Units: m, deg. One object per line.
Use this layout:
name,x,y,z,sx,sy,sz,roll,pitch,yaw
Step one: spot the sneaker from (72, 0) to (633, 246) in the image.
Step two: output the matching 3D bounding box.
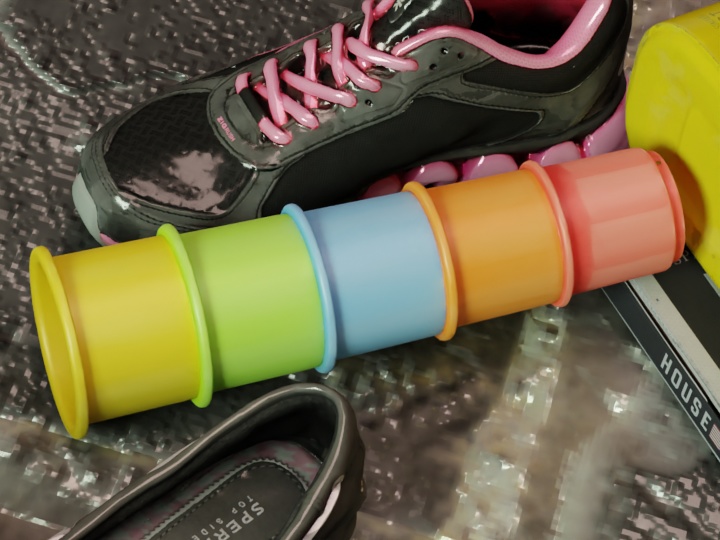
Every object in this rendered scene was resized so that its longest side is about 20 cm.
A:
sneaker,0.002,-0.060,0.955,0.200,0.095,0.079,-17,58,-20

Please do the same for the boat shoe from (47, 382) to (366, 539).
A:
boat shoe,-0.075,0.097,0.838,0.067,0.057,0.200,39,56,20

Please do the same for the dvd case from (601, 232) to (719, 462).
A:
dvd case,0.181,0.040,0.949,0.150,0.025,0.200,-18,57,-23

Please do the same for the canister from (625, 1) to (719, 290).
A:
canister,0.203,-0.047,0.953,0.200,0.087,0.149,-20,56,-23

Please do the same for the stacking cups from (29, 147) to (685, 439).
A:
stacking cups,0.000,0.000,0.921,0.200,0.061,0.061,-14,55,-16
